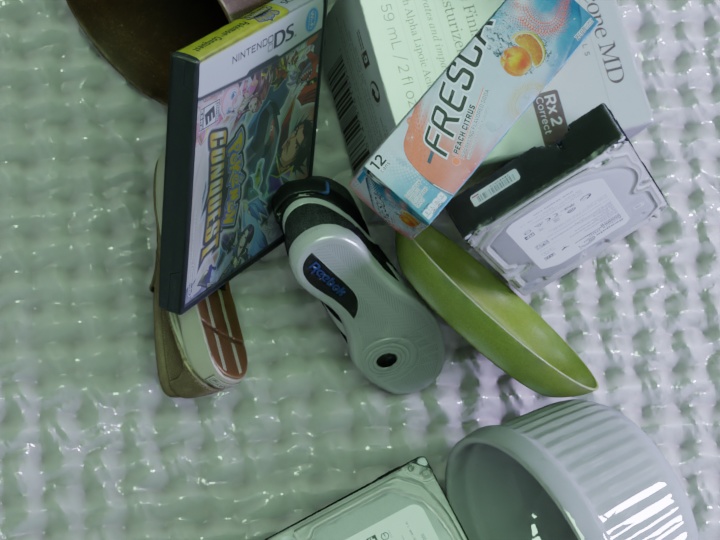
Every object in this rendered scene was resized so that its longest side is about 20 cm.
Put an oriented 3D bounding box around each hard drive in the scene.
[{"bbox_3d":[0.152,-0.048,1.578,0.139,0.200,0.038,-32,71,7],"label":"hard drive"},{"bbox_3d":[-0.008,0.246,1.562,0.199,0.038,0.140,-27,86,-5],"label":"hard drive"}]

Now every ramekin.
[{"bbox_3d":[0.161,0.191,1.554,0.105,0.200,0.201,-26,84,-25],"label":"ramekin"}]

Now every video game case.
[{"bbox_3d":[-0.085,-0.091,1.533,0.025,0.201,0.181,19,31,23],"label":"video game case"}]

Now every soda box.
[{"bbox_3d":[0.080,-0.118,1.490,0.064,0.068,0.200,40,76,-2],"label":"soda box"}]

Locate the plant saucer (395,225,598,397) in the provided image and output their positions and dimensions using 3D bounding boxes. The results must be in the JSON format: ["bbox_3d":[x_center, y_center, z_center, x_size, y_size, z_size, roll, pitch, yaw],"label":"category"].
[{"bbox_3d":[0.096,0.033,1.582,0.200,0.200,0.031,41,100,-1],"label":"plant saucer"}]

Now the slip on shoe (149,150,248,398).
[{"bbox_3d":[-0.135,0.001,1.600,0.060,0.076,0.201,-23,69,30],"label":"slip on shoe"}]

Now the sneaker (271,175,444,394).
[{"bbox_3d":[0.000,0.000,1.600,0.073,0.200,0.112,-27,44,8],"label":"sneaker"}]

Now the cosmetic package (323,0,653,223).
[{"bbox_3d":[0.091,-0.149,1.620,0.199,0.165,0.166,-15,84,-14],"label":"cosmetic package"}]

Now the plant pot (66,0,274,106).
[{"bbox_3d":[-0.101,-0.253,1.612,0.187,0.187,0.200,44,59,0],"label":"plant pot"}]
